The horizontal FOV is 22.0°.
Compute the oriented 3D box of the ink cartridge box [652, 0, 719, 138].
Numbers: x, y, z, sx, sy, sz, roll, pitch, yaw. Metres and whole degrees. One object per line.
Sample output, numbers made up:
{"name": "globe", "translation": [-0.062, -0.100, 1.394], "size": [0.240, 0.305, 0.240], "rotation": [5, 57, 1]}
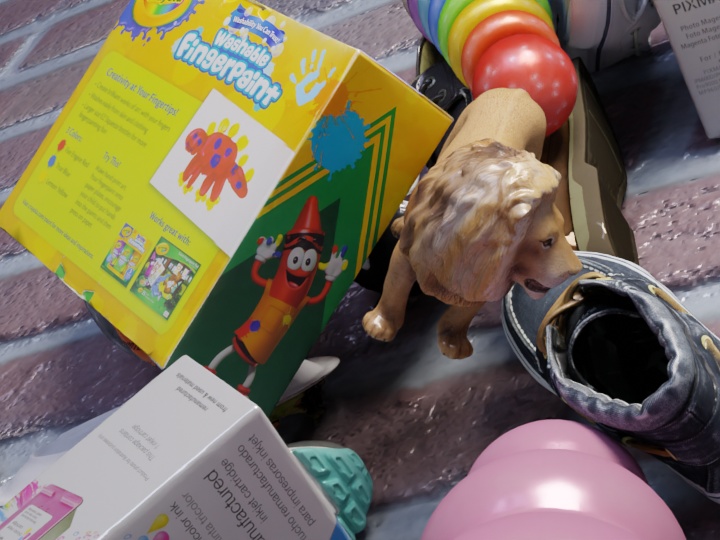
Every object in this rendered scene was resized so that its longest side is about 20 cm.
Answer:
{"name": "ink cartridge box", "translation": [0.174, -0.194, 1.005], "size": [0.057, 0.201, 0.163], "rotation": [-14, 31, 17]}

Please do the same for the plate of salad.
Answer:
{"name": "plate of salad", "translation": [-0.100, 0.092, 0.979], "size": [0.199, 0.048, 0.200], "rotation": [-21, 3, 1]}

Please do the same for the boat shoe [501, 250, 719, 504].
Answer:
{"name": "boat shoe", "translation": [0.104, 0.026, 0.802], "size": [0.071, 0.091, 0.200], "rotation": [-54, 35, 1]}

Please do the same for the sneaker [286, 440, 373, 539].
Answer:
{"name": "sneaker", "translation": [-0.088, 0.132, 0.901], "size": [0.199, 0.078, 0.091], "rotation": [-28, 19, 3]}

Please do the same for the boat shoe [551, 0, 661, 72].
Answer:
{"name": "boat shoe", "translation": [0.141, -0.160, 1.049], "size": [0.066, 0.074, 0.200], "rotation": [-12, -4, 3]}

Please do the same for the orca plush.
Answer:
{"name": "orca plush", "translation": [0.000, 0.000, 1.025], "size": [0.200, 0.105, 0.072], "rotation": [7, 86, 66]}

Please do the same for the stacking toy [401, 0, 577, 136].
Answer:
{"name": "stacking toy", "translation": [0.076, -0.127, 1.008], "size": [0.085, 0.086, 0.200], "rotation": [-29, 31, 8]}

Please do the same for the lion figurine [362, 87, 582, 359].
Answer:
{"name": "lion figurine", "translation": [0.055, -0.038, 0.847], "size": [0.200, 0.072, 0.123], "rotation": [-83, 13, -55]}

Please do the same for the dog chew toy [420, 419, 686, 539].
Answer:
{"name": "dog chew toy", "translation": [0.071, 0.124, 0.688], "size": [0.124, 0.125, 0.200], "rotation": [-24, 20, 17]}

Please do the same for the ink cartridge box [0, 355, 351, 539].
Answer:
{"name": "ink cartridge box", "translation": [-0.099, 0.159, 0.781], "size": [0.200, 0.145, 0.085], "rotation": [-40, 29, -13]}

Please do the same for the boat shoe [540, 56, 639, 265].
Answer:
{"name": "boat shoe", "translation": [0.101, -0.047, 0.985], "size": [0.068, 0.072, 0.200], "rotation": [-22, 28, 18]}

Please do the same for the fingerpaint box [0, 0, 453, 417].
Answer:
{"name": "fingerpaint box", "translation": [-0.072, -0.046, 0.903], "size": [0.200, 0.073, 0.167], "rotation": [32, 90, 51]}

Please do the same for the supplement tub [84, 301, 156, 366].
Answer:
{"name": "supplement tub", "translation": [-0.110, -0.018, 1.100], "size": [0.122, 0.123, 0.200], "rotation": [-33, 22, 0]}

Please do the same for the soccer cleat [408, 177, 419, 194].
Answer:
{"name": "soccer cleat", "translation": [-0.001, -0.062, 1.064], "size": [0.070, 0.086, 0.200], "rotation": [-42, -15, -5]}

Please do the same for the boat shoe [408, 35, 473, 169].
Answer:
{"name": "boat shoe", "translation": [0.054, -0.089, 1.094], "size": [0.200, 0.064, 0.073], "rotation": [-82, 15, -65]}
